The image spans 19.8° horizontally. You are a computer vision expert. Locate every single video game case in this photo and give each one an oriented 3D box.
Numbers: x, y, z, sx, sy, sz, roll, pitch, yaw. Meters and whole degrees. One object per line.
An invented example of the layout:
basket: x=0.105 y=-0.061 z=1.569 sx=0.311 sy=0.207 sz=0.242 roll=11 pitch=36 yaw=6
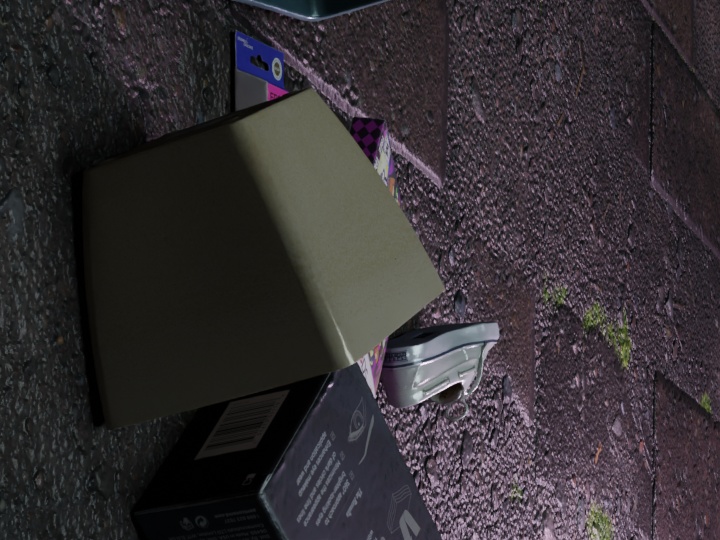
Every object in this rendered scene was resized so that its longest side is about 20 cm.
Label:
video game case: x=0.000 y=0.000 z=1.795 sx=0.182 sy=0.036 sz=0.200 roll=79 pitch=20 yaw=-50

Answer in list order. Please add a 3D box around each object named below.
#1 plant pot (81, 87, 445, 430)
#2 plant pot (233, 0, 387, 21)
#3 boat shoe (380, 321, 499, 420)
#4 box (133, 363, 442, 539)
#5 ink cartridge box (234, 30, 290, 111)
plant pot: x=-0.086 y=-0.019 z=1.463 sx=0.200 sy=0.199 sz=0.178 roll=-37 pitch=109 yaw=-64
plant pot: x=-0.012 y=-0.332 z=1.680 sx=0.196 sy=0.195 sz=0.201 roll=0 pitch=78 yaw=-67
boat shoe: x=0.079 y=0.099 z=1.961 sx=0.202 sy=0.074 sz=0.086 roll=-16 pitch=101 yaw=-64
box: x=-0.049 y=0.195 z=1.557 sx=0.200 sy=0.117 sz=0.197 roll=65 pitch=30 yaw=-22
ink cartridge box: x=-0.070 y=-0.091 z=1.692 sx=0.095 sy=0.037 sz=0.201 roll=15 pitch=70 yaw=-66
